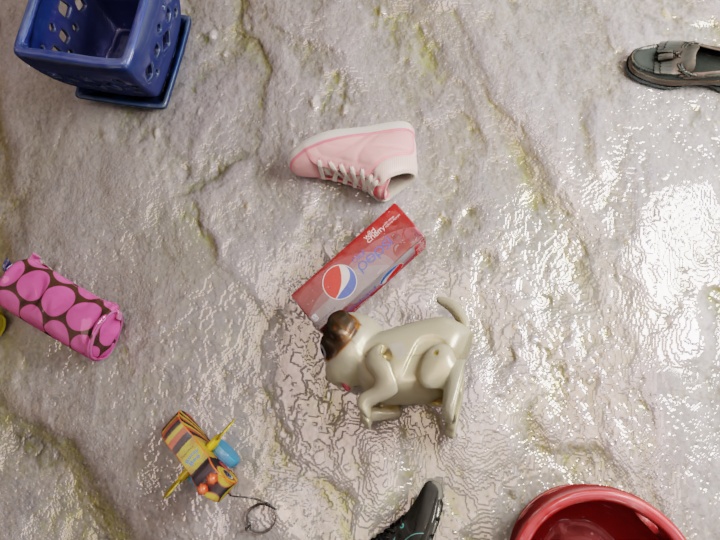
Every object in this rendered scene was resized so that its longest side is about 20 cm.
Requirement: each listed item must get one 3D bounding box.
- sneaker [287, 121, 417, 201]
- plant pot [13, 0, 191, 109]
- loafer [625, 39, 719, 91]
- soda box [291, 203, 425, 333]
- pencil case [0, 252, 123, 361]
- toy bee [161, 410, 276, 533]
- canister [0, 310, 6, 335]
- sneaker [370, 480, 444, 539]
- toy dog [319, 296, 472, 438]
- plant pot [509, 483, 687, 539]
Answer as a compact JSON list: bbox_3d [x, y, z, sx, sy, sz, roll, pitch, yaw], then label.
[{"bbox_3d":[-0.008,-0.151,0.963,0.197,0.075,0.106,-11,69,2],"label":"sneaker"},{"bbox_3d":[-0.388,-0.371,1.027,0.197,0.180,0.203,10,77,11],"label":"plant pot"},{"bbox_3d":[0.489,-0.300,0.928,0.197,0.063,0.073,12,78,12],"label":"loafer"},{"bbox_3d":[0.000,0.000,0.929,0.200,0.063,0.070,-41,74,-3],"label":"soda box"},{"bbox_3d":[-0.450,0.054,0.979,0.198,0.091,0.094,27,68,12],"label":"pencil case"},{"bbox_3d":[-0.200,0.261,0.872,0.198,0.109,0.132,20,78,13],"label":"toy bee"},{"bbox_3d":[-0.676,0.073,1.009,0.199,0.087,0.149,33,83,17],"label":"canister"},{"bbox_3d":[0.044,0.357,0.824,0.079,0.075,0.202,23,80,16],"label":"sneaker"},{"bbox_3d":[0.041,0.114,0.857,0.197,0.140,0.196,9,76,13],"label":"toy dog"},{"bbox_3d":[0.260,0.346,0.735,0.197,0.183,0.203,-2,75,8],"label":"plant pot"}]
